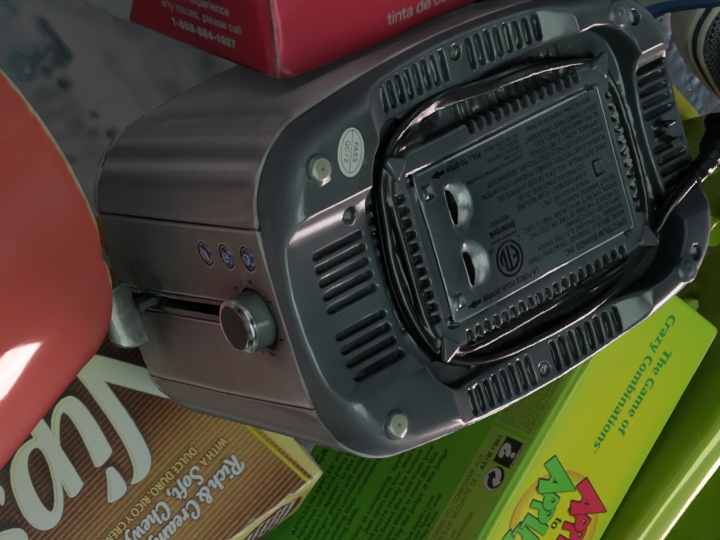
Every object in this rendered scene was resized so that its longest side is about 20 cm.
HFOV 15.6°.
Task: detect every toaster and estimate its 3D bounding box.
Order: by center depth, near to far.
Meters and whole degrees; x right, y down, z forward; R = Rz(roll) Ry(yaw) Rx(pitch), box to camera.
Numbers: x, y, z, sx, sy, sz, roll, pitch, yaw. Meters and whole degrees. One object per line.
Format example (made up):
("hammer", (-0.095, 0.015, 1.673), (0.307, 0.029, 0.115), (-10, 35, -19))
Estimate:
("toaster", (0.014, -0.022, 0.824), (0.200, 0.129, 0.114), (-29, 110, -35))

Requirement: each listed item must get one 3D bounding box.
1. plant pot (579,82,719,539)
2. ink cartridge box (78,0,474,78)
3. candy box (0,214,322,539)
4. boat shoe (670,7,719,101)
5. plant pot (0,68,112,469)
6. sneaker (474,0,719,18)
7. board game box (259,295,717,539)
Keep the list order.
("plant pot", (0.138, 0.053, 0.999), (0.200, 0.181, 0.199), (-52, 131, -8))
("ink cartridge box", (-0.047, -0.175, 0.782), (0.086, 0.148, 0.200), (-22, 121, -32))
("candy box", (-0.126, 0.083, 0.855), (0.200, 0.055, 0.115), (-35, 82, -21))
("boat shoe", (0.207, -0.054, 1.017), (0.200, 0.093, 0.075), (23, 115, -41))
("plant pot", (-0.181, 0.017, 0.747), (0.177, 0.200, 0.201), (-41, 129, -29))
("sneaker", (0.068, -0.118, 0.882), (0.082, 0.200, 0.074), (27, 63, -25))
("board game box", (0.027, 0.083, 0.891), (0.048, 0.102, 0.200), (36, 82, -37))
